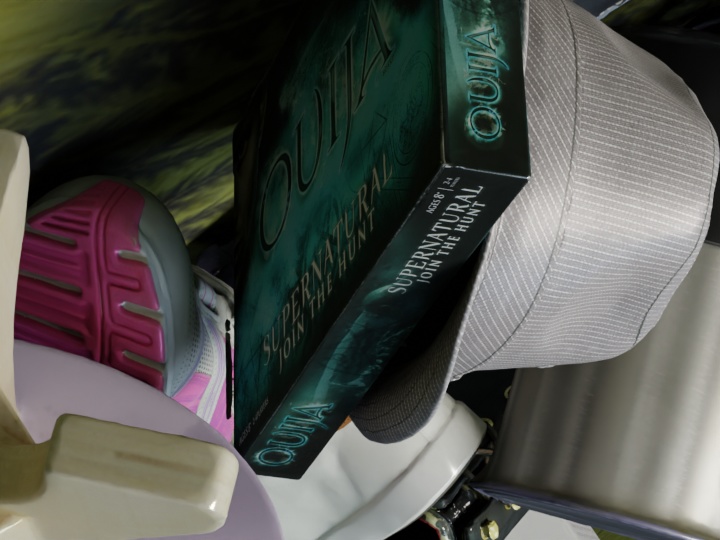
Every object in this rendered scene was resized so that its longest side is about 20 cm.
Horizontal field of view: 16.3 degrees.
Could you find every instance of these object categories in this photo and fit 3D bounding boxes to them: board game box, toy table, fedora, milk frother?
[{"bbox_3d":[0.000,-0.037,0.776,0.028,0.135,0.200,9,148,-17],"label":"board game box"},{"bbox_3d":[-0.123,0.062,0.754,0.200,0.184,0.117,1,156,0],"label":"toy table"},{"bbox_3d":[0.054,-0.026,0.806,0.090,0.177,0.200,11,166,-17],"label":"fedora"},{"bbox_3d":[0.132,0.006,0.921,0.200,0.180,0.188,28,75,-62],"label":"milk frother"}]

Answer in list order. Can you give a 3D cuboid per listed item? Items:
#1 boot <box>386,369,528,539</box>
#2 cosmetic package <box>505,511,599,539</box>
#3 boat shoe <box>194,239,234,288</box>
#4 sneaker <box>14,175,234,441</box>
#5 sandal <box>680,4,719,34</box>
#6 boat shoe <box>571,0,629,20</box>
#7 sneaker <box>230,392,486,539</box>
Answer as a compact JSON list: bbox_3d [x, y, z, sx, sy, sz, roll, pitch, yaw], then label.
[{"bbox_3d":[0.081,0.061,1.085,0.204,0.073,0.154,-38,-170,45],"label":"boot"},{"bbox_3d":[0.070,0.127,1.310,0.071,0.200,0.101,-36,165,6],"label":"cosmetic package"},{"bbox_3d":[0.000,0.000,1.036,0.093,0.075,0.200,-24,166,13],"label":"boat shoe"},{"bbox_3d":[-0.083,0.024,0.893,0.088,0.081,0.200,-53,165,-31],"label":"sneaker"},{"bbox_3d":[0.142,-0.073,1.069,0.200,0.075,0.048,-23,169,-36],"label":"sandal"},{"bbox_3d":[0.126,-0.130,0.881,0.200,0.062,0.075,-38,167,18],"label":"boat shoe"},{"bbox_3d":[-0.030,0.083,1.017,0.200,0.085,0.073,-45,-173,47],"label":"sneaker"}]
